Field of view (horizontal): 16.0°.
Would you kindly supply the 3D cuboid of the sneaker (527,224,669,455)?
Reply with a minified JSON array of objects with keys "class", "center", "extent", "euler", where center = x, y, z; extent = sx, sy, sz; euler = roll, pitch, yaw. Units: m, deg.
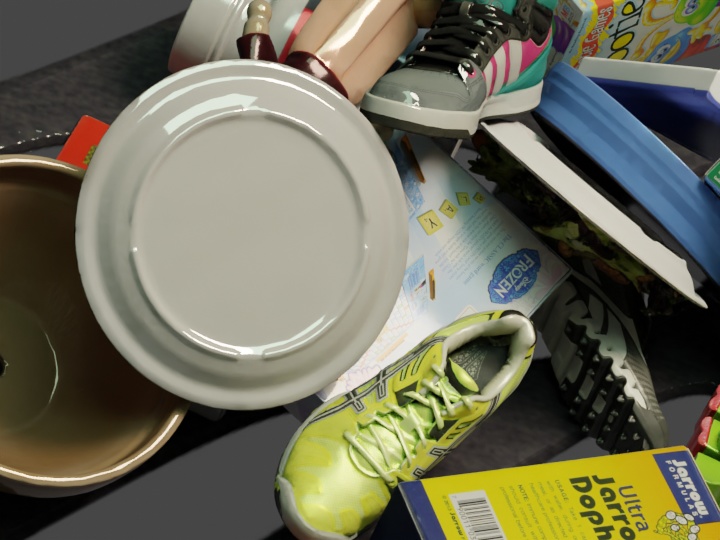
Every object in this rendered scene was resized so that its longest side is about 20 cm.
[{"class":"sneaker","center":[0.161,0.039,1.683],"extent":[0.090,0.067,0.200],"euler":[-13,54,-29]}]

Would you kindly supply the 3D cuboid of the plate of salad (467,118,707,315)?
[{"class":"plate of salad","center":[0.139,-0.033,1.642],"extent":[0.200,0.048,0.200],"euler":[40,6,-5]}]

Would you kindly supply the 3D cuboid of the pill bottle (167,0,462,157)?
[{"class":"pill bottle","center":[-0.022,-0.130,1.723],"extent":[0.199,0.120,0.120],"euler":[26,45,2]}]

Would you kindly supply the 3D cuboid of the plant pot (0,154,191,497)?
[{"class":"plant pot","center":[-0.201,0.041,1.489],"extent":[0.200,0.093,0.202],"euler":[12,66,-26]}]

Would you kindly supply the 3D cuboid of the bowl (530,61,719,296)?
[{"class":"bowl","center":[0.191,-0.057,1.718],"extent":[0.039,0.201,0.201],"euler":[-46,71,1]}]

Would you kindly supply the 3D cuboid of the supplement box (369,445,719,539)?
[{"class":"supplement box","center":[0.111,0.186,1.497],"extent":[0.199,0.109,0.110],"euler":[-5,52,-26]}]

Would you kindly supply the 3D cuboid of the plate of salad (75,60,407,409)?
[{"class":"plate of salad","center":[-0.069,-0.021,1.487],"extent":[0.199,0.048,0.201],"euler":[0,90,-19]}]

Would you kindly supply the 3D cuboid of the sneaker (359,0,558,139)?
[{"class":"sneaker","center":[0.067,-0.151,1.569],"extent":[0.083,0.122,0.200],"euler":[16,18,22]}]

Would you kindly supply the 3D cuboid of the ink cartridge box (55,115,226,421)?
[{"class":"ink cartridge box","center":[-0.129,-0.018,1.630],"extent":[0.173,0.044,0.200],"euler":[26,45,-1]}]

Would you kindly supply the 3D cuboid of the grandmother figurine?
[{"class":"grandmother figurine","center":[-0.027,-0.118,1.580],"extent":[0.121,0.061,0.200],"euler":[38,56,-5]}]

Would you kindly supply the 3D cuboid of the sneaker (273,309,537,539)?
[{"class":"sneaker","center":[0.025,0.082,1.491],"extent":[0.075,0.076,0.200],"euler":[45,59,1]}]

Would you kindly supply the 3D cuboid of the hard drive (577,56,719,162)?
[{"class":"hard drive","center":[0.238,-0.100,1.698],"extent":[0.131,0.025,0.200],"euler":[26,-2,-21]}]

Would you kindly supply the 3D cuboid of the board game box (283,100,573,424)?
[{"class":"board game box","center":[0.000,0.000,1.591],"extent":[0.199,0.041,0.200],"euler":[43,58,3]}]

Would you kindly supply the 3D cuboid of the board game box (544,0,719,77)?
[{"class":"board game box","center":[0.189,-0.211,1.897],"extent":[0.199,0.105,0.103],"euler":[-20,60,-35]}]

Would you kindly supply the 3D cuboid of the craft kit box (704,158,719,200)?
[{"class":"craft kit box","center":[0.311,0.005,1.691],"extent":[0.200,0.198,0.049],"euler":[44,88,9]}]

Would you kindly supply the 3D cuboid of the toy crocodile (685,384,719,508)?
[{"class":"toy crocodile","center":[0.247,0.096,1.666],"extent":[0.062,0.068,0.200],"euler":[32,46,7]}]
